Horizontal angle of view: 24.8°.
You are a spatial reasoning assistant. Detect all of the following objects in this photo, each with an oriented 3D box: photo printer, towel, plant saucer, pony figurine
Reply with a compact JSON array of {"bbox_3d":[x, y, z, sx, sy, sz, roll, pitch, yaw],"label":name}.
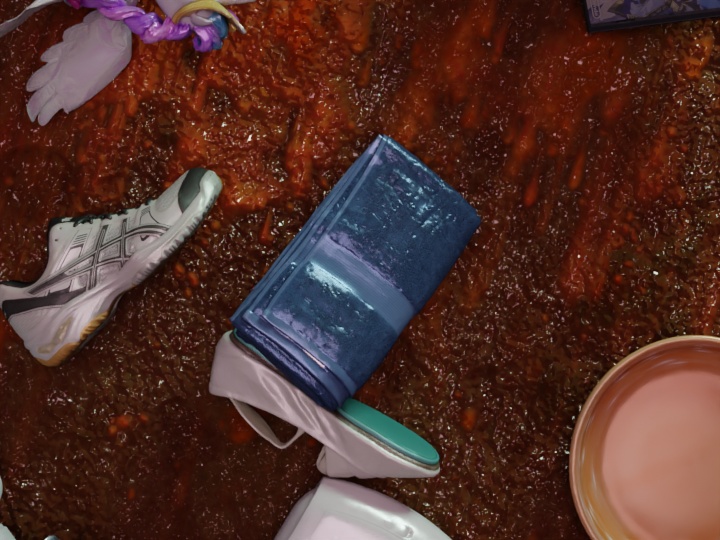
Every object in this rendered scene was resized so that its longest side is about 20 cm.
[{"bbox_3d":[-0.011,0.272,1.267,0.165,0.069,0.201,31,89,0],"label":"photo printer"},{"bbox_3d":[0.000,0.000,1.252,0.111,0.049,0.201,38,70,-1],"label":"towel"},{"bbox_3d":[0.261,0.152,1.289,0.198,0.037,0.203,0,90,0],"label":"plant saucer"},{"bbox_3d":[-0.199,-0.225,1.243,0.192,0.167,0.201,-29,75,-8],"label":"pony figurine"}]

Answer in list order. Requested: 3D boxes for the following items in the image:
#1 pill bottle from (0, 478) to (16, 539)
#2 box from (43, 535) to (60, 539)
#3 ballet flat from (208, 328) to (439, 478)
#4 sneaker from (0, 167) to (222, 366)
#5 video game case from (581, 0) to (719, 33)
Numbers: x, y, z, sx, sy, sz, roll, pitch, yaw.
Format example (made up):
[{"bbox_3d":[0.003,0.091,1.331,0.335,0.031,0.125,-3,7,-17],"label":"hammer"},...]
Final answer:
[{"bbox_3d":[-0.348,0.151,1.243,0.110,0.111,0.201,-38,91,-1],"label":"pill bottle"},{"bbox_3d":[-0.205,0.322,1.215,0.199,0.104,0.148,37,129,0],"label":"box"},{"bbox_3d":[-0.033,0.119,1.276,0.199,0.069,0.070,32,89,6],"label":"ballet flat"},{"bbox_3d":[-0.197,-0.020,1.264,0.200,0.076,0.088,-43,90,-1],"label":"sneaker"},{"bbox_3d":[0.242,-0.282,1.222,0.179,0.026,0.202,-4,121,19],"label":"video game case"}]
